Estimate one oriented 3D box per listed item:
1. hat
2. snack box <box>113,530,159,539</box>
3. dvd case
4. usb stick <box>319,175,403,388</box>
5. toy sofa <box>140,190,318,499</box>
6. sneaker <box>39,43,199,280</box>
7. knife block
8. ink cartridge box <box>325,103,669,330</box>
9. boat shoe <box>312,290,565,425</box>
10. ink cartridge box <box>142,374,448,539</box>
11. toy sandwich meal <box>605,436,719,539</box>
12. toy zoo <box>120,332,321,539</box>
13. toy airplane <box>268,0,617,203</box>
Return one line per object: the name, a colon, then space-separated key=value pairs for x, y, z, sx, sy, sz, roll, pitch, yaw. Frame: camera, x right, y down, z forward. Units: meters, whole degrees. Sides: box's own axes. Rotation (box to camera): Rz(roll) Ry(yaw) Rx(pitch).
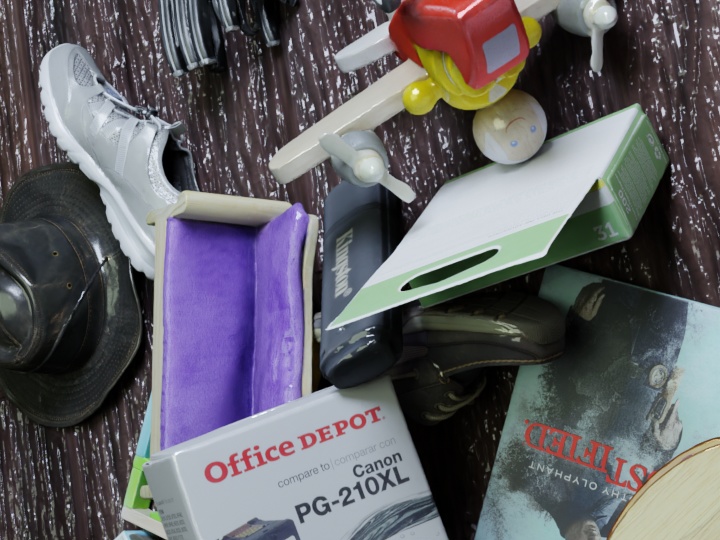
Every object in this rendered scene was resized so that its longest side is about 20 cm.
hat: x=-0.251 y=0.017 z=1.269 sx=0.200 sy=0.081 sz=0.202 roll=-3 pitch=85 yaw=41
snack box: x=-0.150 y=0.296 z=1.184 sx=0.116 sy=0.037 sz=0.201 roll=-42 pitch=61 yaw=23
dvd case: x=0.148 y=0.108 z=1.004 sx=0.146 sy=0.022 sz=0.201 roll=17 pitch=94 yaw=37
usb stick: x=0.000 y=0.000 z=1.055 sx=0.055 sy=0.033 sz=0.200 roll=-28 pitch=30 yaw=17
toy sofa: x=-0.086 y=0.052 z=1.102 sx=0.097 sy=0.082 sz=0.201 roll=-13 pitch=74 yaw=59
sneaker: x=-0.160 y=-0.091 z=1.238 sx=0.082 sy=0.075 sz=0.200 roll=-38 pitch=74 yaw=18
knife block: x=-0.122 y=-0.239 z=1.227 sx=0.200 sy=0.064 sz=0.176 roll=35 pitch=103 yaw=34
ink cartridge box: x=0.083 y=-0.016 z=0.968 sx=0.145 sy=0.200 sz=0.048 roll=-20 pitch=109 yaw=32
boat shoe: x=0.051 y=0.054 z=1.054 sx=0.200 sy=0.074 sz=0.074 roll=-2 pitch=99 yaw=51
ink cartridge box: x=-0.024 y=0.178 z=1.007 sx=0.201 sy=0.144 sz=0.084 roll=70 pitch=160 yaw=3
toy sandwich meal: x=0.223 y=0.178 z=0.894 sx=0.204 sy=0.070 sz=0.206 roll=-3 pitch=83 yaw=28
toy zoo: x=-0.092 y=0.096 z=1.182 sx=0.131 sy=0.020 sz=0.201 roll=18 pitch=94 yaw=36
toy airplane: x=0.058 y=-0.124 z=1.024 sx=0.200 sy=0.199 sz=0.141 roll=-34 pitch=91 yaw=38
